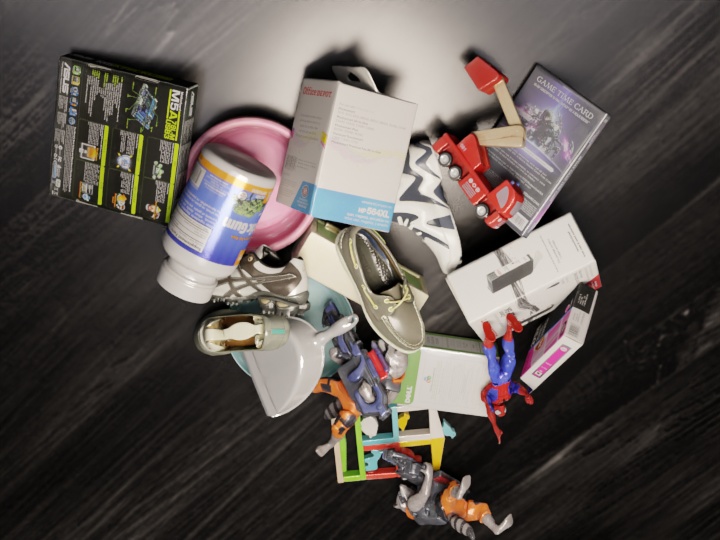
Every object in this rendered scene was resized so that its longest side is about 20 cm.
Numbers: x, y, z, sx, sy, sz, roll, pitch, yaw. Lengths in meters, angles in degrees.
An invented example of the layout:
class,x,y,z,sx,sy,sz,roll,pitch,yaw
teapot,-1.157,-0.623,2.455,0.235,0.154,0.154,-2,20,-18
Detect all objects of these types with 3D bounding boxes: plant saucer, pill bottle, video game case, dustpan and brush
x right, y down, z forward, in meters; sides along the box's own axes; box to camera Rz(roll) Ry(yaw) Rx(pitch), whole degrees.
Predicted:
class,x,y,z,sx,sy,sz,roll,pitch,yaw
plant saucer,-0.155,-0.124,1.440,0.198,0.051,0.203,-1,111,-1
pill bottle,-0.202,-0.061,1.371,0.111,0.112,0.201,23,106,-11
video game case,0.239,-0.167,1.402,0.019,0.143,0.201,14,115,-48
plant saucer,-0.107,0.087,1.537,0.198,0.027,0.202,-1,111,-3
dustpan and brush,-0.082,0.113,1.463,0.199,0.057,0.141,-35,72,39

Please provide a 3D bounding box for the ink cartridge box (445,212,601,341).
class,x,y,z,sx,sy,sz,roll,pitch,yaw
ink cartridge box,0.238,0.016,1.455,0.198,0.144,0.084,-26,69,9

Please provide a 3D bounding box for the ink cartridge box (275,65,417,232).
class,x,y,z,sx,sy,sz,roll,pitch,yaw
ink cartridge box,-0.017,-0.170,1.354,0.124,0.128,0.202,11,97,-28

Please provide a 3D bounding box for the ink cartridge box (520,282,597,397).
class,x,y,z,sx,sy,sz,roll,pitch,yaw
ink cartridge box,0.281,0.106,1.474,0.037,0.095,0.200,25,147,0

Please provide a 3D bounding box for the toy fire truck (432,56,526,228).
class,x,y,z,sx,sy,sz,roll,pitch,yaw
toy fire truck,0.178,-0.176,1.387,0.141,0.049,0.201,-40,75,20

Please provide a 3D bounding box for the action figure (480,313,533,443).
class,x,y,z,sx,sy,sz,roll,pitch,yaw
action figure,0.213,0.167,1.456,0.065,0.099,0.201,-17,140,-9

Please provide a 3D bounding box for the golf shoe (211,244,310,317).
class,x,y,z,sx,sy,sz,roll,pitch,yaw
golf shoe,-0.159,0.005,1.444,0.198,0.078,0.096,9,100,21

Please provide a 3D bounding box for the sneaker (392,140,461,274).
class,x,y,z,sx,sy,sz,roll,pitch,yaw
sneaker,0.068,-0.076,1.454,0.128,0.080,0.201,-16,111,5

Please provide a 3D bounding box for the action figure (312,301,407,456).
class,x,y,z,sx,sy,sz,roll,pitch,yaw
action figure,-0.013,0.153,1.495,0.193,0.202,0.104,-32,151,22

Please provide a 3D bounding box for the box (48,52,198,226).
class,x,y,z,sx,sy,sz,roll,pitch,yaw
box,-0.330,-0.180,1.389,0.191,0.048,0.202,13,111,7

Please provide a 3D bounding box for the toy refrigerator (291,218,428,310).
class,x,y,z,sx,sy,sz,roll,pitch,yaw
toy refrigerator,0.000,0.000,1.482,0.199,0.076,0.070,28,108,-12

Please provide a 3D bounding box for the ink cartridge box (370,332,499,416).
class,x,y,z,sx,sy,sz,roll,pitch,yaw
ink cartridge box,0.108,0.156,1.555,0.198,0.059,0.105,7,111,-2

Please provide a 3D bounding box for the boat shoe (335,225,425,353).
class,x,y,z,sx,sy,sz,roll,pitch,yaw
boat shoe,0.034,0.027,1.409,0.072,0.060,0.203,-32,94,-19

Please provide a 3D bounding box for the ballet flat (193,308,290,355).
class,x,y,z,sx,sy,sz,roll,pitch,yaw
ballet flat,-0.190,0.089,1.467,0.198,0.063,0.068,-7,85,38

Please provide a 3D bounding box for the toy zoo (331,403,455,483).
class,x,y,z,sx,sy,sz,roll,pitch,yaw
toy zoo,0.055,0.273,1.620,0.197,0.020,0.133,-5,112,-1

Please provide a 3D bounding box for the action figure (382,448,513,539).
class,x,y,z,sx,sy,sz,roll,pitch,yaw
action figure,0.113,0.357,1.572,0.199,0.193,0.106,31,65,-28
